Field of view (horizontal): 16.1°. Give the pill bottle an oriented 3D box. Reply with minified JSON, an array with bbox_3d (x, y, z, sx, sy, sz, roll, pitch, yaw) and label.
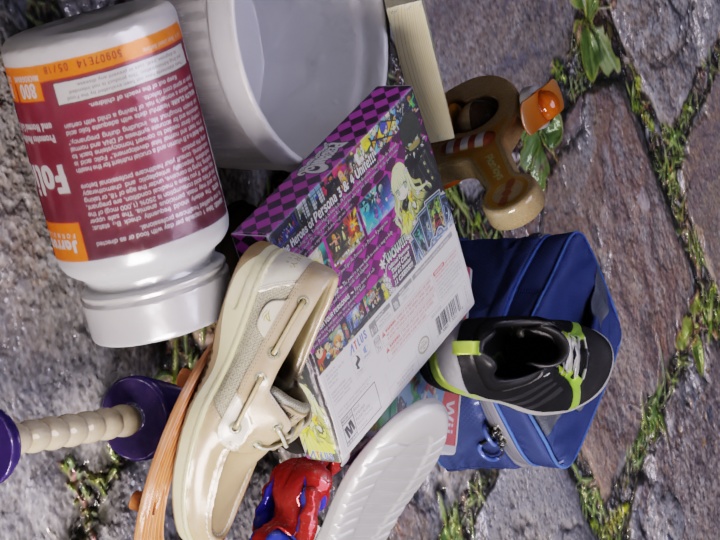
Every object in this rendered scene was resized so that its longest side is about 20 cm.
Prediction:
[{"bbox_3d":[-0.148,-0.061,1.602,0.114,0.114,0.201,-33,113,-55],"label":"pill bottle"}]

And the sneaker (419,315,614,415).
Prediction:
[{"bbox_3d":[0.131,0.069,1.866,0.200,0.083,0.072,2,84,-43],"label":"sneaker"}]

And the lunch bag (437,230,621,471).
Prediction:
[{"bbox_3d":[0.125,0.067,2.012,0.136,0.132,0.200,60,39,-34],"label":"lunch bag"}]

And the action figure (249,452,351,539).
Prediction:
[{"bbox_3d":[-0.063,0.192,1.705,0.052,0.065,0.200,41,69,-26],"label":"action figure"}]

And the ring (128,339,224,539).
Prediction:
[{"bbox_3d":[-0.106,0.125,1.666,0.200,0.019,0.201,19,90,-75],"label":"ring"}]

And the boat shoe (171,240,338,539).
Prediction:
[{"bbox_3d":[-0.066,0.085,1.602,0.072,0.065,0.201,-12,120,-72],"label":"boat shoe"}]

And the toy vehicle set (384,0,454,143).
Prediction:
[{"bbox_3d":[0.033,-0.202,1.898,0.200,0.026,0.124,-99,175,-51],"label":"toy vehicle set"}]

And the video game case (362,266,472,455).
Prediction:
[{"bbox_3d":[0.024,0.053,1.825,0.200,0.017,0.143,17,76,-60],"label":"video game case"}]

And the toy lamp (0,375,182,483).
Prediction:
[{"bbox_3d":[-0.173,0.099,1.593,0.200,0.058,0.058,-10,94,-58],"label":"toy lamp"}]

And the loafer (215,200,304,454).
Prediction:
[{"bbox_3d":[-0.045,0.037,1.796,0.073,0.071,0.200,-54,130,-47],"label":"loafer"}]

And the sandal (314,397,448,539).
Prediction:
[{"bbox_3d":[-0.005,0.158,1.790,0.082,0.050,0.203,-12,140,-45],"label":"sandal"}]

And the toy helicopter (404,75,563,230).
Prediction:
[{"bbox_3d":[0.106,-0.093,1.944,0.079,0.132,0.200,61,3,-33],"label":"toy helicopter"}]

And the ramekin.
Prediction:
[{"bbox_3d":[-0.075,-0.163,1.745,0.200,0.105,0.201,13,75,-58],"label":"ramekin"}]

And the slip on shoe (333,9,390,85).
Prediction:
[{"bbox_3d":[-0.022,-0.103,1.866,0.074,0.061,0.201,4,94,-36],"label":"slip on shoe"}]

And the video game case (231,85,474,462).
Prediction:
[{"bbox_3d":[0.000,0.000,1.726,0.200,0.036,0.182,-48,131,-43],"label":"video game case"}]
